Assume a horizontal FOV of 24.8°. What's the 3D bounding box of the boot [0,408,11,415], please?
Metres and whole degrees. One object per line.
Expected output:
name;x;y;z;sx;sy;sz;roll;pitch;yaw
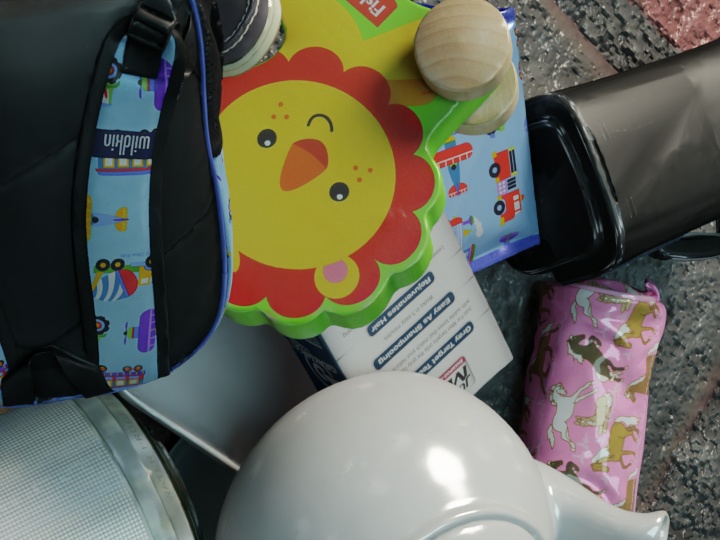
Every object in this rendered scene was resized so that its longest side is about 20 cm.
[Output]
boot;-0.217;0.024;0.872;0.165;0.200;0.073;-16;112;8

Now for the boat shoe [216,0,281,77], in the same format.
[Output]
boat shoe;-0.125;-0.159;0.768;0.072;0.200;0.065;-53;160;6

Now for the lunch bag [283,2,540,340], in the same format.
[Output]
lunch bag;0.007;-0.057;0.959;0.199;0.094;0.152;-28;118;-41

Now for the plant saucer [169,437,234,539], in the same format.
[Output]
plant saucer;-0.052;0.167;1.019;0.198;0.027;0.202;-2;94;-30

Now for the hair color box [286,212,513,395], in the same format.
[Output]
hair color box;0.000;0.000;0.892;0.100;0.060;0.201;-40;126;-18

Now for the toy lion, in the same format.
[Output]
toy lion;-0.032;-0.076;0.788;0.192;0.069;0.200;-45;74;-6

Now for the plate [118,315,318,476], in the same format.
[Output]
plate;-0.055;0.049;0.959;0.199;0.032;0.201;40;39;-26

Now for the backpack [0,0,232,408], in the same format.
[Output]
backpack;-0.142;-0.047;0.700;0.181;0.135;0.202;-9;124;-5

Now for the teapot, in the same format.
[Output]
teapot;0.025;0.159;0.843;0.197;0.146;0.201;30;95;-37

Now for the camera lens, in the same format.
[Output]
camera lens;-0.192;0.160;0.860;0.199;0.160;0.161;-25;106;-26

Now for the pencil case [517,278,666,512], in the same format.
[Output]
pencil case;0.153;0.103;1.102;0.086;0.083;0.202;6;90;-29

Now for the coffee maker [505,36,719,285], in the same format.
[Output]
coffee maker;0.194;-0.086;1.046;0.199;0.193;0.135;-22;68;-31
